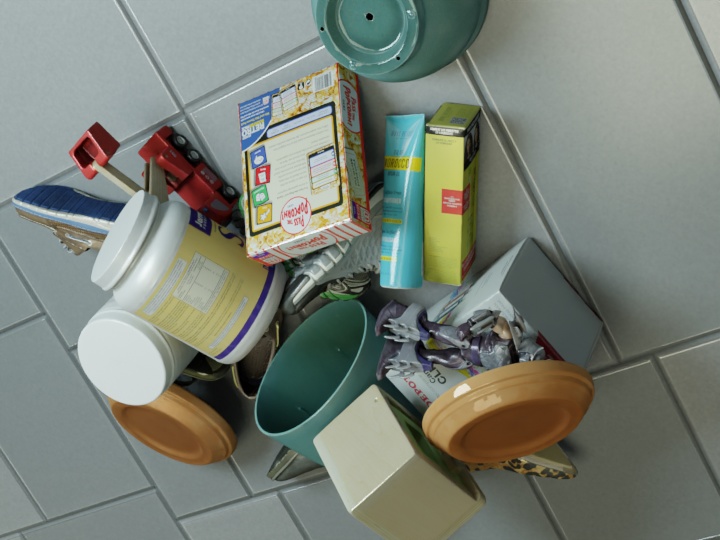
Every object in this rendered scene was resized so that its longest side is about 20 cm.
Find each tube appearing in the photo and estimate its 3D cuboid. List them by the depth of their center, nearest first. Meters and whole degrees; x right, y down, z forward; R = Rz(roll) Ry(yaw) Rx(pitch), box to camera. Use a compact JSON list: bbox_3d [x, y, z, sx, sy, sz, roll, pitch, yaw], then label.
[{"bbox_3d":[0.051,-0.081,1.566,0.077,0.050,0.203,7,97,50],"label":"tube"}]

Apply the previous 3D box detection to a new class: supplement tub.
[{"bbox_3d":[-0.205,0.007,1.597,0.199,0.146,0.145,31,126,-20],"label":"supplement tub"},{"bbox_3d":[-0.260,0.066,1.721,0.131,0.200,0.133,11,124,17],"label":"supplement tub"}]

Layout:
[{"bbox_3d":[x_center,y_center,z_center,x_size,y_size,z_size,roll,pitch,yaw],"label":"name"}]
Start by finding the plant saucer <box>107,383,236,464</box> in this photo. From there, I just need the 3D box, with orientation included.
[{"bbox_3d":[-0.266,0.210,1.841,0.198,0.038,0.201,21,150,13],"label":"plant saucer"}]

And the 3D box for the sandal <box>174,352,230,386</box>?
[{"bbox_3d":[-0.248,0.125,1.818,0.199,0.080,0.058,3,121,41],"label":"sandal"}]

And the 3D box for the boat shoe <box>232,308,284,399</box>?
[{"bbox_3d":[-0.136,0.075,1.751,0.071,0.060,0.202,5,121,-4],"label":"boat shoe"}]

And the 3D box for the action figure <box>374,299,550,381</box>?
[{"bbox_3d":[0.116,0.090,1.481,0.198,0.070,0.131,6,124,24],"label":"action figure"}]

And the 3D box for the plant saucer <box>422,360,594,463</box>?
[{"bbox_3d":[0.168,0.165,1.491,0.198,0.038,0.201,-10,148,-6],"label":"plant saucer"}]

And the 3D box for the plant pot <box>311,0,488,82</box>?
[{"bbox_3d":[0.027,-0.290,1.454,0.198,0.134,0.202,10,120,18],"label":"plant pot"}]

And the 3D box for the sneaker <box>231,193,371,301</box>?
[{"bbox_3d":[-0.066,-0.039,1.660,0.199,0.078,0.085,39,124,0],"label":"sneaker"}]

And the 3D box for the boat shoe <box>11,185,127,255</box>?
[{"bbox_3d":[-0.374,-0.058,1.782,0.198,0.072,0.073,15,123,15],"label":"boat shoe"}]

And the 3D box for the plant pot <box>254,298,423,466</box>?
[{"bbox_3d":[-0.008,0.163,1.679,0.161,0.202,0.200,39,127,-25],"label":"plant pot"}]

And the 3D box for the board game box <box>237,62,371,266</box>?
[{"bbox_3d":[-0.068,-0.123,1.562,0.150,0.046,0.202,-17,66,30],"label":"board game box"}]

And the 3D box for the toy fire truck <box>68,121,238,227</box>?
[{"bbox_3d":[-0.250,-0.112,1.659,0.200,0.141,0.049,46,124,-5],"label":"toy fire truck"}]

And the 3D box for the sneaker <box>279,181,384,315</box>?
[{"bbox_3d":[0.000,0.000,1.611,0.115,0.075,0.200,43,83,-16],"label":"sneaker"}]

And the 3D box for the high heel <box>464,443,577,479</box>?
[{"bbox_3d":[0.174,0.250,1.726,0.198,0.072,0.144,26,130,11],"label":"high heel"}]

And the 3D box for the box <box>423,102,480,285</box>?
[{"bbox_3d":[0.107,-0.088,1.564,0.050,0.075,0.202,9,119,16],"label":"box"}]

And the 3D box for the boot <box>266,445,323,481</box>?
[{"bbox_3d":[-0.010,0.286,1.825,0.200,0.073,0.182,40,126,-9],"label":"boot"}]

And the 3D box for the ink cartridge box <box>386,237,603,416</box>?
[{"bbox_3d":[0.159,0.093,1.596,0.145,0.145,0.200,47,125,-7],"label":"ink cartridge box"}]

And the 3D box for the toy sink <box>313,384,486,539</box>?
[{"bbox_3d":[0.061,0.247,1.568,0.112,0.131,0.200,-42,128,7],"label":"toy sink"}]
